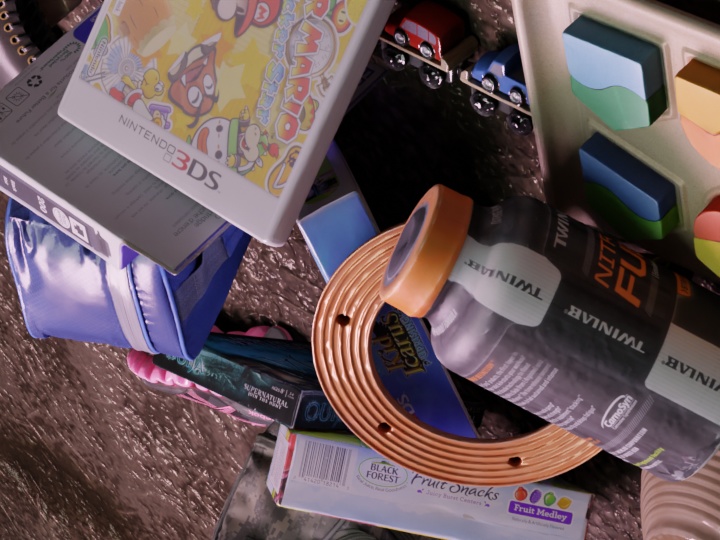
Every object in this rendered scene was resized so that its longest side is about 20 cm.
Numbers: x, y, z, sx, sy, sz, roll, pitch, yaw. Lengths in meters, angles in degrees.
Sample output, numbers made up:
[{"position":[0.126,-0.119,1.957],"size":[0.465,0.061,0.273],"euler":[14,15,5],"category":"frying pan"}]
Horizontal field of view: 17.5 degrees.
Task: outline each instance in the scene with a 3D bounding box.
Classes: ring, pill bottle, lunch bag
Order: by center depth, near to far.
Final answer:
[{"position":[0.111,0.028,1.278],"size":[0.199,0.107,0.106],"euler":[27,156,-10],"category":"pill bottle"},{"position":[0.070,0.046,1.375],"size":[0.199,0.019,0.202],"euler":[5,125,7],"category":"ring"},{"position":[-0.132,-0.045,1.529],"size":[0.131,0.201,0.136],"euler":[10,140,15],"category":"lunch bag"},{"position":[-0.009,0.206,1.693],"size":[0.139,0.168,0.200],"euler":[24,159,43],"category":"lunch bag"}]

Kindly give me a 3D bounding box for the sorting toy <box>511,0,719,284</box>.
[{"position":[0.171,-0.059,1.223],"size":[0.199,0.036,0.186],"euler":[22,144,32],"category":"sorting toy"}]

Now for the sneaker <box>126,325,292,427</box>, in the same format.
[{"position":[-0.105,0.086,1.831],"size":[0.199,0.079,0.096],"euler":[15,151,50],"category":"sneaker"}]

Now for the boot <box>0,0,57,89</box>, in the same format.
[{"position":[-0.218,-0.170,1.525],"size":[0.138,0.078,0.200],"euler":[39,148,-2],"category":"boot"}]

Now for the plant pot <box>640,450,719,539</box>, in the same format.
[{"position":[0.233,0.163,1.388],"size":[0.200,0.093,0.201],"euler":[37,151,24],"category":"plant pot"}]

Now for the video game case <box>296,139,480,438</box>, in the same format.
[{"position":[0.000,0.000,1.477],"size":[0.182,0.045,0.201],"euler":[-114,-2,-61],"category":"video game case"}]

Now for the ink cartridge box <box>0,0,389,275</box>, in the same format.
[{"position":[-0.114,-0.093,1.444],"size":[0.199,0.198,0.044],"euler":[32,153,30],"category":"ink cartridge box"}]

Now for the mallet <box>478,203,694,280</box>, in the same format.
[{"position":[0.108,0.002,1.386],"size":[0.199,0.066,0.041],"euler":[13,154,48],"category":"mallet"}]

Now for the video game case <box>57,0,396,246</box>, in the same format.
[{"position":[-0.074,-0.143,1.358],"size":[0.181,0.201,0.023],"euler":[31,-169,30],"category":"video game case"}]

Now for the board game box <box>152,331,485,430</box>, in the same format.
[{"position":[-0.025,0.076,1.581],"size":[0.135,0.199,0.028],"euler":[21,99,38],"category":"board game box"}]

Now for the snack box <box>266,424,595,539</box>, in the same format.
[{"position":[0.042,0.144,1.532],"size":[0.198,0.053,0.142],"euler":[12,180,-4],"category":"snack box"}]

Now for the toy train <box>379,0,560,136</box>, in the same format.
[{"position":[0.041,-0.133,1.344],"size":[0.199,0.034,0.046],"euler":[31,139,30],"category":"toy train"}]

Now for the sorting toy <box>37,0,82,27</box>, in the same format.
[{"position":[-0.292,-0.235,1.627],"size":[0.200,0.070,0.198],"euler":[52,138,-8],"category":"sorting toy"}]
